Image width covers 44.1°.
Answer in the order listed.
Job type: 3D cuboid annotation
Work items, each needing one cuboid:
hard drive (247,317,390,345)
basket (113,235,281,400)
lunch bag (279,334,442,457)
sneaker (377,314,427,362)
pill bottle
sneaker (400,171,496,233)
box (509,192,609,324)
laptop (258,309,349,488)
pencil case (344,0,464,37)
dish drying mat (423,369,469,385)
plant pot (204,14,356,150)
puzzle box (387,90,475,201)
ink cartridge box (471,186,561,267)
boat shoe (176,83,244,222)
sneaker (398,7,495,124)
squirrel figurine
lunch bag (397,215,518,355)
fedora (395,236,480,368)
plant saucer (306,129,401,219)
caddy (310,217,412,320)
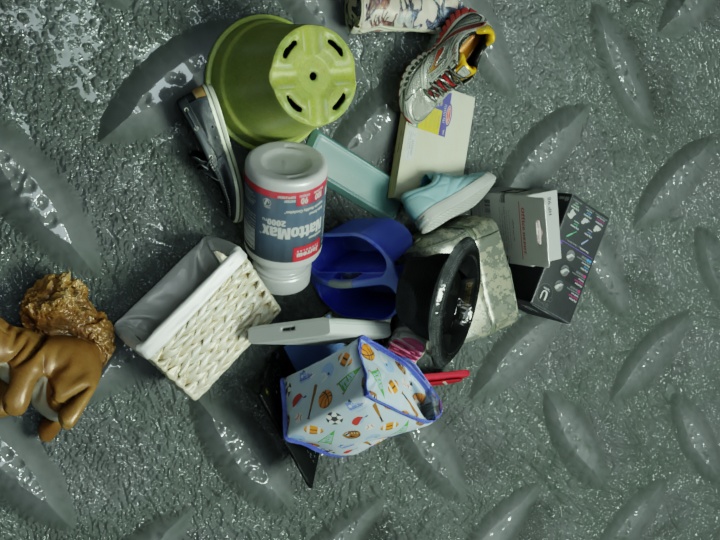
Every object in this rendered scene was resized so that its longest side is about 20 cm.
[{"bbox_3d":[-0.054,0.089,1.278,0.199,0.129,0.027,10,74,-64],"label":"hard drive"},{"bbox_3d":[-0.229,0.067,1.268,0.200,0.135,0.124,-46,119,-16],"label":"basket"},{"bbox_3d":[0.004,0.199,1.322,0.199,0.168,0.126,32,40,-41],"label":"lunch bag"},{"bbox_3d":[0.070,0.103,1.411,0.073,0.200,0.089,24,67,-3],"label":"sneaker"},{"bbox_3d":[-0.110,-0.071,1.291,0.118,0.120,0.203,-16,132,-26],"label":"pill bottle"},{"bbox_3d":[0.143,-0.134,1.438,0.198,0.074,0.082,-28,75,-43],"label":"sneaker"},{"bbox_3d":[0.333,-0.026,1.570,0.105,0.122,0.204,25,84,-29],"label":"box"},{"bbox_3d":[-0.063,0.197,1.390,0.102,0.201,0.180,-22,110,14],"label":"laptop"},{"bbox_3d":[0.065,-0.409,1.397,0.196,0.078,0.091,-7,75,-28],"label":"pencil case"},{"bbox_3d":[0.087,0.185,1.477,0.197,0.076,0.019,-1,76,-37],"label":"dish drying mat"},{"bbox_3d":[-0.100,-0.271,1.265,0.197,0.183,0.205,-4,98,-28],"label":"plant pot"},{"bbox_3d":[0.119,-0.205,1.474,0.131,0.025,0.205,12,85,-30],"label":"puzzle box"},{"bbox_3d":[0.270,-0.075,1.485,0.066,0.199,0.119,-12,102,-27],"label":"ink cartridge box"},{"bbox_3d":[-0.214,-0.163,1.280,0.061,0.075,0.204,-20,110,-13],"label":"boat shoe"},{"bbox_3d":[0.133,-0.316,1.392,0.077,0.082,0.202,27,103,-41],"label":"sneaker"},{"bbox_3d":[-0.432,0.099,1.178,0.185,0.141,0.202,36,65,-17],"label":"squirrel figurine"},{"bbox_3d":[0.147,0.019,1.462,0.166,0.138,0.204,-23,108,-30],"label":"lunch bag"},{"bbox_3d":[0.103,0.038,1.262,0.201,0.090,0.204,-49,147,-48],"label":"fedora"},{"bbox_3d":[-0.008,-0.149,1.427,0.198,0.019,0.071,29,82,-28],"label":"plant saucer"},{"bbox_3d":[0.000,0.000,1.355,0.104,0.198,0.144,-34,113,-38],"label":"caddy"}]
